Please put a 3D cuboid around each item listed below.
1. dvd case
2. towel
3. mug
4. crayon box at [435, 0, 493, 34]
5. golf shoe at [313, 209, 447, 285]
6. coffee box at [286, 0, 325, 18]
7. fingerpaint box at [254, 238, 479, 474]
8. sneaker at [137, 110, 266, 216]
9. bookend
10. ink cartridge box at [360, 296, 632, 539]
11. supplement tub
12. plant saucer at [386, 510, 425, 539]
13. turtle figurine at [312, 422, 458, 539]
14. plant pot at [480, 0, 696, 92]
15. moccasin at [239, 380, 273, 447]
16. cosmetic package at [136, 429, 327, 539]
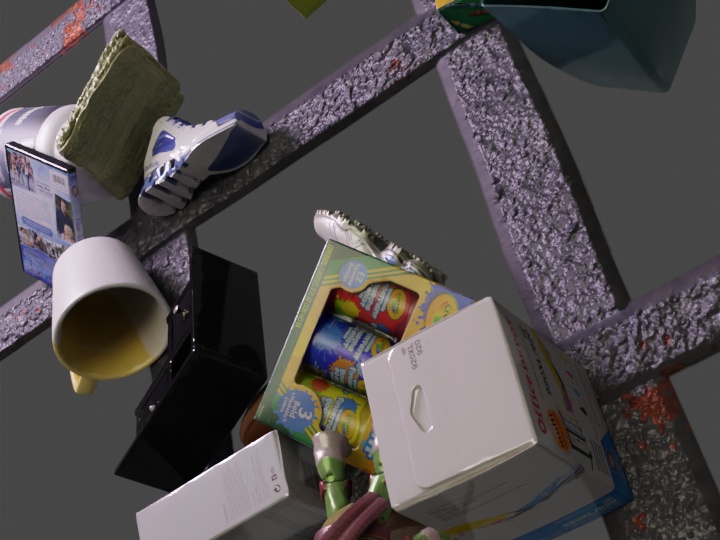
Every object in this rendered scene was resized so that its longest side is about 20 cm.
[{"bbox_3d":[-0.430,-0.067,1.592,0.142,0.017,0.201,22,125,35],"label":"dvd case"},{"bbox_3d":[-0.327,-0.212,1.587,0.036,0.148,0.201,8,66,38],"label":"towel"},{"bbox_3d":[-0.343,0.047,1.486,0.186,0.149,0.153,-39,42,7],"label":"mug"},{"bbox_3d":[0.146,-0.396,1.386,0.118,0.058,0.201,-21,57,28],"label":"crayon box"},{"bbox_3d":[0.000,0.000,1.290,0.200,0.078,0.098,35,97,44],"label":"golf shoe"},{"bbox_3d":[-0.088,-0.502,1.525,0.200,0.199,0.198,-39,50,14],"label":"coffee box"},{"bbox_3d":[0.010,0.092,1.173,0.166,0.073,0.201,23,90,14],"label":"fingerpaint box"},{"bbox_3d":[-0.227,-0.171,1.544,0.199,0.080,0.116,-32,54,23],"label":"sneaker"},{"bbox_3d":[-0.199,0.114,1.344,0.199,0.092,0.201,-54,26,27],"label":"bookend"},{"bbox_3d":[0.122,0.146,1.033,0.144,0.200,0.148,-30,53,22],"label":"ink cartridge box"},{"bbox_3d":[-0.432,-0.165,1.658,0.199,0.140,0.141,4,70,38],"label":"supplement tub"},{"bbox_3d":[0.041,0.327,1.116,0.199,0.034,0.202,-18,58,31],"label":"plant saucer"},{"bbox_3d":[0.016,0.251,1.071,0.144,0.199,0.195,-41,40,45],"label":"turtle figurine"},{"bbox_3d":[0.246,-0.268,1.148,0.141,0.200,0.142,14,78,41],"label":"plant pot"},{"bbox_3d":[-0.045,0.143,1.256,0.200,0.074,0.078,-28,44,11],"label":"moccasin"},{"bbox_3d":[-0.127,0.261,1.228,0.199,0.113,0.082,-30,53,19],"label":"cosmetic package"}]
